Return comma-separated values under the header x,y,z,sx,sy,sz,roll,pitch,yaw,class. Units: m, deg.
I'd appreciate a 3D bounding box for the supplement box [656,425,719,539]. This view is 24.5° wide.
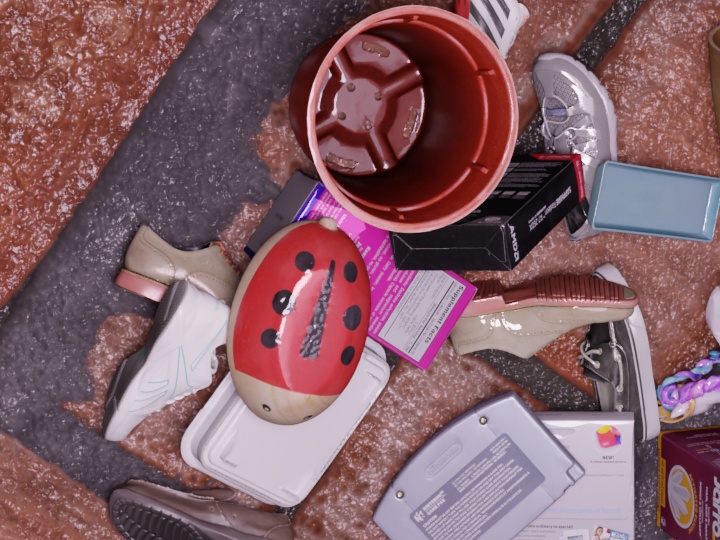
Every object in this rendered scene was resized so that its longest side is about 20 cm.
x,y,z,sx,sy,sz,roll,pitch,yaw,class
0.389,0.243,1.733,0.085,0.200,0.112,-4,101,-14,supplement box

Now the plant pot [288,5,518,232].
x,y,z,sx,sy,sz,roll,pitch,yaw,class
0.024,-0.149,1.568,0.199,0.195,0.203,-2,100,-15,plant pot

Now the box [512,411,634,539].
x,y,z,sx,sy,sz,roll,pitch,yaw,class
0.211,0.250,1.740,0.154,0.041,0.202,-1,101,9,box

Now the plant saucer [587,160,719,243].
x,y,z,sx,sy,sz,roll,pitch,yaw,class
0.305,-0.071,1.714,0.199,0.019,0.071,4,99,-43,plant saucer

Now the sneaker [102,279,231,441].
x,y,z,sx,sy,sz,roll,pitch,yaw,class
-0.184,0.100,1.585,0.080,0.071,0.201,24,123,-23,sneaker

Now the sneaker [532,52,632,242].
x,y,z,sx,sy,sz,roll,pitch,yaw,class
0.217,-0.123,1.678,0.082,0.074,0.202,-33,108,-33,sneaker

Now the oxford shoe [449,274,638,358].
x,y,z,sx,sy,sz,roll,pitch,yaw,class
0.186,0.049,1.699,0.198,0.071,0.075,-2,109,12,oxford shoe

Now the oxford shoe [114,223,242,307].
x,y,z,sx,sy,sz,roll,pitch,yaw,class
-0.135,0.012,1.618,0.198,0.070,0.076,19,87,-20,oxford shoe

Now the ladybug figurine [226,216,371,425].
x,y,z,sx,sy,sz,roll,pitch,yaw,class
-0.052,0.049,1.536,0.134,0.072,0.202,10,95,-18,ladybug figurine

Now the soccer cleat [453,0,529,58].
x,y,z,sx,sy,sz,roll,pitch,yaw,class
0.128,-0.231,1.652,0.084,0.069,0.202,-2,95,-11,soccer cleat

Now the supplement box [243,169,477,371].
x,y,z,sx,sy,sz,roll,pitch,yaw,class
0.000,0.000,1.635,0.199,0.101,0.104,35,89,-19,supplement box

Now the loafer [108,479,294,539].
x,y,z,sx,sy,sz,roll,pitch,yaw,class
-0.156,0.254,1.661,0.198,0.071,0.073,22,130,-10,loafer

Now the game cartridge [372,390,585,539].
x,y,z,sx,sy,sz,roll,pitch,yaw,class
0.116,0.223,1.707,0.200,0.042,0.133,-42,88,10,game cartridge

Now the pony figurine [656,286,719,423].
x,y,z,sx,sy,sz,roll,pitch,yaw,class
0.419,0.113,1.740,0.198,0.193,0.168,-7,68,-14,pony figurine

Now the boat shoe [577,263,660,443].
x,y,z,sx,sy,sz,roll,pitch,yaw,class
0.266,0.094,1.742,0.063,0.071,0.202,-18,105,-13,boat shoe

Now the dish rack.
x,y,z,sx,sy,sz,roll,pitch,yaw,class
-0.065,0.140,1.635,0.171,0.043,0.201,33,93,-40,dish rack

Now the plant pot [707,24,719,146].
x,y,z,sx,sy,sz,roll,pitch,yaw,class
0.447,-0.141,1.711,0.184,0.187,0.202,-8,114,-14,plant pot

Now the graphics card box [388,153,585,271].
x,y,z,sx,sy,sz,roll,pitch,yaw,class
0.125,-0.058,1.593,0.124,0.200,0.051,0,112,29,graphics card box
